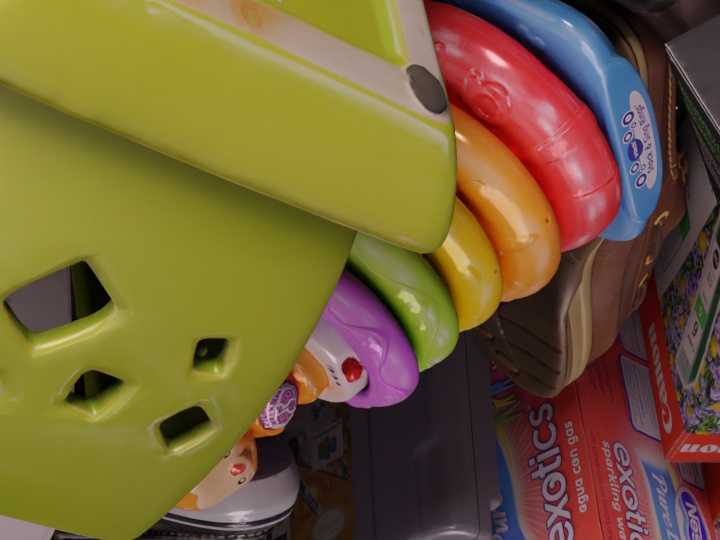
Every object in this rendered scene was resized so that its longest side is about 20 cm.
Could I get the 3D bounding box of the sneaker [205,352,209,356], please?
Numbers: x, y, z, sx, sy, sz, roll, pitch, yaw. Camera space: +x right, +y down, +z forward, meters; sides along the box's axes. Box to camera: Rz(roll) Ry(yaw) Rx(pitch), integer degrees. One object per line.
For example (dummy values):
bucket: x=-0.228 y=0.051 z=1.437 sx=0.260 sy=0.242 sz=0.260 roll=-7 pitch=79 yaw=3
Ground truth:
sneaker: x=-0.053 y=0.003 z=0.910 sx=0.080 sy=0.089 sz=0.200 roll=0 pitch=150 yaw=-8

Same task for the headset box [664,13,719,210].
headset box: x=0.199 y=-0.034 z=0.722 sx=0.173 sy=0.093 sz=0.200 roll=-28 pitch=147 yaw=2

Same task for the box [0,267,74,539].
box: x=-0.206 y=0.022 z=0.845 sx=0.199 sy=0.153 sz=0.106 roll=5 pitch=149 yaw=-19

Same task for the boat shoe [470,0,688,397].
boat shoe: x=0.085 y=-0.036 z=0.902 sx=0.067 sy=0.072 sz=0.201 roll=-33 pitch=151 yaw=-27

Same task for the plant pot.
plant pot: x=-0.094 y=-0.067 z=0.674 sx=0.199 sy=0.200 sz=0.181 roll=21 pitch=134 yaw=-40

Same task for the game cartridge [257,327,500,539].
game cartridge: x=-0.024 y=0.085 z=1.015 sx=0.041 sy=0.134 sz=0.200 roll=19 pitch=142 yaw=-39

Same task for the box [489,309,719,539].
box: x=0.087 y=0.108 z=1.011 sx=0.094 sy=0.201 sz=0.102 roll=-28 pitch=146 yaw=32

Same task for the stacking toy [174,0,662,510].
stacking toy: x=0.000 y=0.000 z=0.781 sx=0.109 sy=0.200 sz=0.116 roll=26 pitch=153 yaw=32

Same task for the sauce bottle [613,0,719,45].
sauce bottle: x=0.140 y=-0.089 z=0.812 sx=0.199 sy=0.066 sz=0.066 roll=16 pitch=144 yaw=-33

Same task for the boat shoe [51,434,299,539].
boat shoe: x=-0.089 y=0.099 z=1.014 sx=0.072 sy=0.071 sz=0.200 roll=-9 pitch=-173 yaw=-34

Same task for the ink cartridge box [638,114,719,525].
ink cartridge box: x=0.141 y=0.012 z=0.944 sx=0.050 sy=0.110 sz=0.200 roll=1 pitch=151 yaw=-13
